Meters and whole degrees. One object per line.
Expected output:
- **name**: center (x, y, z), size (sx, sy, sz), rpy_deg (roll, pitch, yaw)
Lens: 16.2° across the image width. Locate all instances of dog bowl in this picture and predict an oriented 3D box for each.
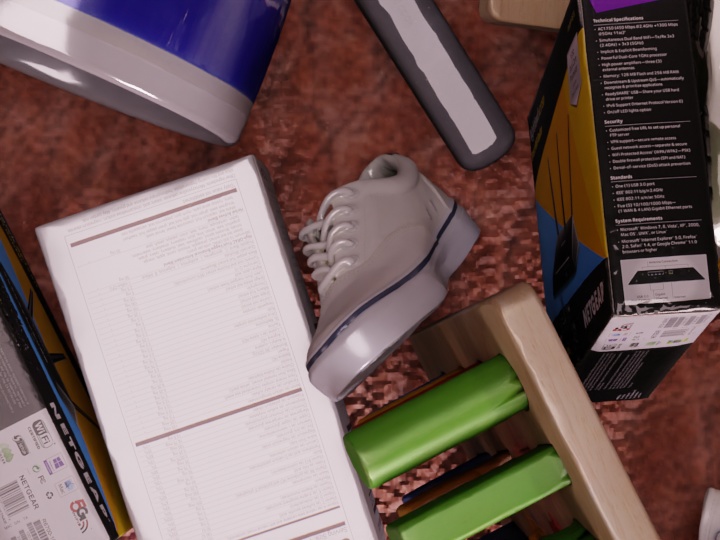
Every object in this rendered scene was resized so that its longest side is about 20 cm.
- **dog bowl**: center (-0.135, -0.131, 1.184), size (0.199, 0.200, 0.079), rpy_deg (23, 88, 1)

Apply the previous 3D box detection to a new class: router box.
- **router box**: center (0.117, -0.031, 1.157), size (0.051, 0.200, 0.150), rpy_deg (-4, 76, -4)
- **router box**: center (-0.173, 0.043, 1.209), size (0.051, 0.149, 0.201), rpy_deg (-26, 90, 2)

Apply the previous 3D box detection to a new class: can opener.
- **can opener**: center (0.028, -0.148, 1.253), size (0.067, 0.053, 0.201), rpy_deg (-32, 90, 2)

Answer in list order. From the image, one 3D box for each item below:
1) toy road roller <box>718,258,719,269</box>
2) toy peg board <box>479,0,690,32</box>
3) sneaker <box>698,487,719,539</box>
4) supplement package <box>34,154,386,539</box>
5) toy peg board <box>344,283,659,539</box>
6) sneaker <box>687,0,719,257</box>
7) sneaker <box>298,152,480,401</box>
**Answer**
- **toy road roller**: center (0.242, 0.018, 1.230), size (0.122, 0.146, 0.200), rpy_deg (-27, 52, 1)
- **toy peg board**: center (0.152, -0.208, 1.243), size (0.198, 0.098, 0.201), rpy_deg (5, 90, -14)
- **sneaker**: center (0.237, 0.146, 1.232), size (0.200, 0.081, 0.147), rpy_deg (-42, 94, 7)
- **supplement package**: center (-0.069, 0.058, 1.226), size (0.113, 0.110, 0.201), rpy_deg (-18, 89, 1)
- **toy peg board**: center (0.058, 0.125, 1.163), size (0.097, 0.199, 0.201), rpy_deg (-26, 89, -12)
- **sneaker**: center (0.197, -0.104, 1.163), size (0.088, 0.077, 0.201), rpy_deg (0, 96, -3)
- **sneaker**: center (0.000, 0.000, 1.185), size (0.071, 0.200, 0.073), rpy_deg (43, 110, -4)
